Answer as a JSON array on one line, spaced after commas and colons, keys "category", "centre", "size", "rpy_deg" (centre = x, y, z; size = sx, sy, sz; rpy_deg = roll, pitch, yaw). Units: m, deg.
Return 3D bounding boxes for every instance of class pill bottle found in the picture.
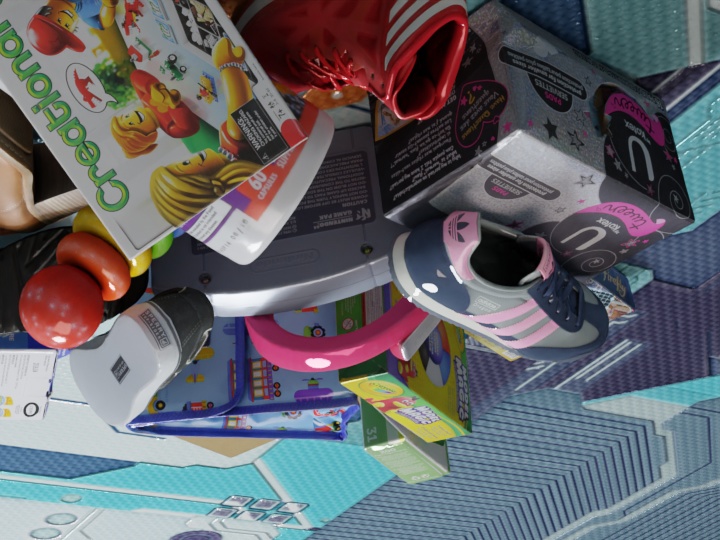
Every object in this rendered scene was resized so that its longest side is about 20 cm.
[{"category": "pill bottle", "centre": [-0.126, -0.100, 0.947], "size": [0.199, 0.112, 0.111], "rpy_deg": [32, 139, -12]}]

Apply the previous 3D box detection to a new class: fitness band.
[{"category": "fitness band", "centre": [0.000, 0.000, 1.125], "size": [0.143, 0.200, 0.038], "rpy_deg": [18, 140, 28]}]

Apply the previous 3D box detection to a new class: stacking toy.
[{"category": "stacking toy", "centre": [-0.158, -0.032, 1.018], "size": [0.085, 0.200, 0.086], "rpy_deg": [26, 150, 17]}]

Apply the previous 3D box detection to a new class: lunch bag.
[{"category": "lunch bag", "centre": [-0.109, 0.056, 1.230], "size": [0.199, 0.151, 0.094], "rpy_deg": [-2, 156, -9]}]

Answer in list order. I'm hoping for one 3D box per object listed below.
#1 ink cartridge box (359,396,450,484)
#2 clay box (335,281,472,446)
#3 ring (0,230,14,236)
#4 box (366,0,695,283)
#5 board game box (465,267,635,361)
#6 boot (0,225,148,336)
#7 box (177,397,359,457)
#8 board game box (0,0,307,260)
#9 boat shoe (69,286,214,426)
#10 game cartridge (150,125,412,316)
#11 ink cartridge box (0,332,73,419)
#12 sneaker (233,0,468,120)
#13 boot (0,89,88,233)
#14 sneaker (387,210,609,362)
[{"category": "ink cartridge box", "centre": [0.017, 0.085, 1.320], "size": [0.048, 0.146, 0.200], "rpy_deg": [-17, 149, 19]}, {"category": "clay box", "centre": [0.042, 0.064, 1.243], "size": [0.047, 0.116, 0.200], "rpy_deg": [-13, 154, 23]}, {"category": "ring", "centre": [-0.280, -0.082, 1.088], "size": [0.199, 0.019, 0.201], "rpy_deg": [-7, 151, -4]}, {"category": "box", "centre": [0.123, -0.081, 1.087], "size": [0.199, 0.115, 0.132], "rpy_deg": [21, 140, -41]}, {"category": "board game box", "centre": [0.136, 0.012, 1.335], "size": [0.135, 0.035, 0.200], "rpy_deg": [-24, 147, 26]}, {"category": "boot", "centre": [-0.241, 0.009, 1.135], "size": [0.197, 0.074, 0.162], "rpy_deg": [-16, -175, 5]}, {"category": "box", "centre": [-0.103, 0.123, 1.486], "size": [0.199, 0.021, 0.163], "rpy_deg": [-25, 147, 28]}, {"category": "board game box", "centre": [-0.137, -0.123, 0.866], "size": [0.126, 0.200, 0.035], "rpy_deg": [-35, -168, 0]}, {"category": "boat shoe", "centre": [-0.157, 0.062, 1.103], "size": [0.056, 0.069, 0.200], "rpy_deg": [-31, 179, -29]}, {"category": "game cartridge", "centre": [-0.054, -0.034, 1.108], "size": [0.199, 0.134, 0.041], "rpy_deg": [-10, 141, 5]}, {"category": "ink cartridge box", "centre": [-0.326, 0.066, 1.276], "size": [0.199, 0.077, 0.137], "rpy_deg": [3, 149, -16]}, {"category": "sneaker", "centre": [-0.013, -0.133, 0.961], "size": [0.078, 0.116, 0.200], "rpy_deg": [18, 142, -38]}, {"category": "boot", "centre": [-0.278, -0.078, 1.017], "size": [0.154, 0.077, 0.200], "rpy_deg": [-15, 158, 18]}, {"category": "sneaker", "centre": [0.117, 0.012, 1.058], "size": [0.199, 0.071, 0.082], "rpy_deg": [18, 150, -36]}]
